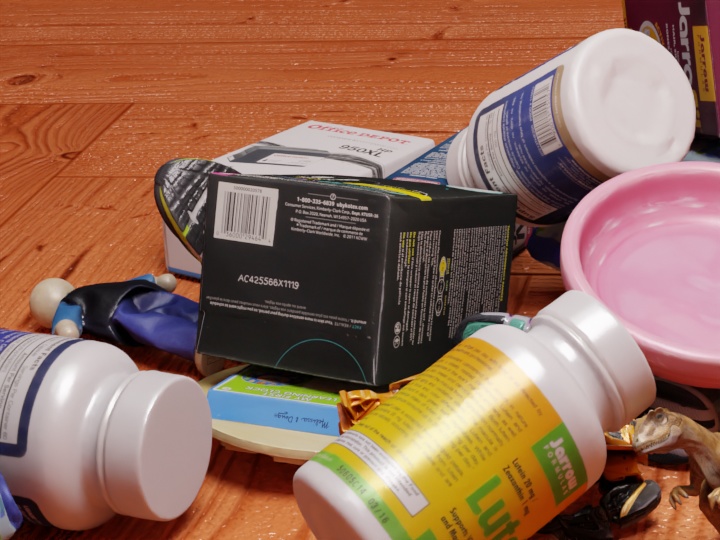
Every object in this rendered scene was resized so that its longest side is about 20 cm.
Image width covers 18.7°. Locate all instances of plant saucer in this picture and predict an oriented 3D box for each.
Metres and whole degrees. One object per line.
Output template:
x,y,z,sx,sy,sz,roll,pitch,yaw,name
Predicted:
0.228,0.008,1.431,0.199,0.051,0.201,2,41,-1,plant saucer

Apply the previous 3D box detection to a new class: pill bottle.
0.069,0.102,1.246,0.199,0.112,0.111,-37,30,-16,pill bottle
0.146,-0.095,1.601,0.110,0.112,0.200,-17,-4,-31,pill bottle
-0.201,0.101,1.385,0.198,0.121,0.120,7,23,26,pill bottle

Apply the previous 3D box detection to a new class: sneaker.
-0.097,-0.017,1.627,0.081,0.200,0.074,11,65,42,sneaker
0.159,0.077,1.471,0.199,0.075,0.087,22,21,30,sneaker

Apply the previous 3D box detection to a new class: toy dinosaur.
0.227,0.127,1.291,0.060,0.107,0.200,-25,-29,21,toy dinosaur

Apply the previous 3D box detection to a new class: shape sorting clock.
-0.020,0.095,1.479,0.198,0.040,0.200,4,11,-1,shape sorting clock

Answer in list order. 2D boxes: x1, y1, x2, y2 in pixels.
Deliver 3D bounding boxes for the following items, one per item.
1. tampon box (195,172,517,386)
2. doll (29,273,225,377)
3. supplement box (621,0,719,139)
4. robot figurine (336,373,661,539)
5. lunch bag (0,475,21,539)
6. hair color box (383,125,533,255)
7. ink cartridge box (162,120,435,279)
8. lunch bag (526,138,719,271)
0.000,0.000,1.535,0.149,0.127,0.200,8,6,28,tampon box
-0.177,0.035,1.661,0.199,0.049,0.136,12,25,36,doll
0.270,-0.160,1.645,0.085,0.111,0.200,-8,7,-10,supplement box
0.089,0.109,1.348,0.198,0.059,0.146,-8,44,-4,robot figurine
-0.332,0.145,1.281,0.199,0.128,0.170,-7,18,31,lunch bag
0.080,-0.047,1.756,0.060,0.101,0.200,9,24,29,hair color box
-0.048,-0.054,1.824,0.144,0.085,0.199,12,25,37,ink cartridge box
0.238,-0.037,1.650,0.199,0.128,0.170,-18,8,-9,lunch bag
